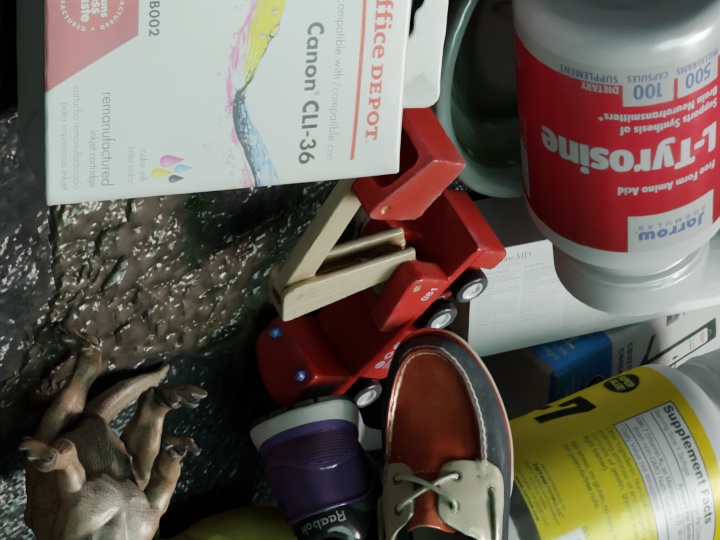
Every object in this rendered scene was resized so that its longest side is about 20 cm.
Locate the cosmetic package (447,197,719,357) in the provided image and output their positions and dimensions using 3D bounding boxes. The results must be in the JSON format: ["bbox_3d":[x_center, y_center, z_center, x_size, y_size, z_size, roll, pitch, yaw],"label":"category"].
[{"bbox_3d":[0.148,-0.013,1.182,0.198,0.051,0.083,-11,134,-13],"label":"cosmetic package"}]

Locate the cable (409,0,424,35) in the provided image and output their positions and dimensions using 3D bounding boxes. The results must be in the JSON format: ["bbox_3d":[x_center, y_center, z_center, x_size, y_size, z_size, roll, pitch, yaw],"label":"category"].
[{"bbox_3d":[-0.035,-0.130,0.934,0.200,0.051,0.164,-41,143,-14],"label":"cable"}]

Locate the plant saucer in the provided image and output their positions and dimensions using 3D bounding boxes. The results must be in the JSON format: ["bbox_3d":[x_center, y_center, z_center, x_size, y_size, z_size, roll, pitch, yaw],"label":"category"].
[{"bbox_3d":[0.102,-0.136,1.078,0.199,0.050,0.201,-28,138,-29],"label":"plant saucer"}]

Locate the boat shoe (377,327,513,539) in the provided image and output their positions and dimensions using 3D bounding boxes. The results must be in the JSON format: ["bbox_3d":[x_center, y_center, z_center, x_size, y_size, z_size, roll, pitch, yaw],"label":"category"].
[{"bbox_3d":[0.041,0.132,1.053,0.063,0.071,0.202,-21,109,-70],"label":"boat shoe"}]

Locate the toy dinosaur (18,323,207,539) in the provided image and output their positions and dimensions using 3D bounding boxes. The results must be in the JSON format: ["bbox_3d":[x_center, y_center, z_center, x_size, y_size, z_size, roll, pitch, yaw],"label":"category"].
[{"bbox_3d":[-0.137,0.117,0.979,0.085,0.200,0.136,17,117,-12],"label":"toy dinosaur"}]

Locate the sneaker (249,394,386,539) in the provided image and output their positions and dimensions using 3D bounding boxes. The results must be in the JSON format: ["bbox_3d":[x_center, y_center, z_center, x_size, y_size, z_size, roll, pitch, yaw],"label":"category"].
[{"bbox_3d":[-0.005,0.135,1.130,0.075,0.088,0.200,-21,161,13],"label":"sneaker"}]

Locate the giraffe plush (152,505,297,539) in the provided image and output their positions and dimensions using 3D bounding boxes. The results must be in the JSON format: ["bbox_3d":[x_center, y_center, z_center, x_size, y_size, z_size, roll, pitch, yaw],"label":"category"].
[{"bbox_3d":[-0.069,0.220,1.087,0.172,0.162,0.201,-31,139,-12],"label":"giraffe plush"}]

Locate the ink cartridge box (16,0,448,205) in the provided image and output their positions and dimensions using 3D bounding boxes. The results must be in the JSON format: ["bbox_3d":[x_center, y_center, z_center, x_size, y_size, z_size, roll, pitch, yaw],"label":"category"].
[{"bbox_3d":[-0.044,-0.101,0.869,0.198,0.068,0.117,-7,121,-19],"label":"ink cartridge box"}]

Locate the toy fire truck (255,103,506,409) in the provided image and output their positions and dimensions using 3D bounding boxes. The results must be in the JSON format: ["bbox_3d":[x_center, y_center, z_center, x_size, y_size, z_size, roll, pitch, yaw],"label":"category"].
[{"bbox_3d":[0.000,0.000,1.038,0.200,0.049,0.141,-46,150,25],"label":"toy fire truck"}]

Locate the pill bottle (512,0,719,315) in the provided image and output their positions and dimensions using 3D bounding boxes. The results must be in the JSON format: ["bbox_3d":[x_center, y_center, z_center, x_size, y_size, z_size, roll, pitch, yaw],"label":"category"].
[{"bbox_3d":[0.136,-0.075,1.031,0.112,0.112,0.201,-34,141,-22],"label":"pill bottle"}]

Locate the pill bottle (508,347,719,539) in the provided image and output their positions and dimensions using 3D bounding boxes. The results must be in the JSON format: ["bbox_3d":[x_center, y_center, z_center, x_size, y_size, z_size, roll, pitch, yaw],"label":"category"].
[{"bbox_3d":[0.146,0.121,1.157,0.199,0.114,0.115,-21,136,-18],"label":"pill bottle"}]

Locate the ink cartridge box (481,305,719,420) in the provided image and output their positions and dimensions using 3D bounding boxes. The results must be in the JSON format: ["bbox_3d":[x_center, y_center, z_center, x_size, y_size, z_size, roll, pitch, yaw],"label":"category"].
[{"bbox_3d":[0.168,0.050,1.283,0.199,0.084,0.147,-28,138,-26],"label":"ink cartridge box"}]
